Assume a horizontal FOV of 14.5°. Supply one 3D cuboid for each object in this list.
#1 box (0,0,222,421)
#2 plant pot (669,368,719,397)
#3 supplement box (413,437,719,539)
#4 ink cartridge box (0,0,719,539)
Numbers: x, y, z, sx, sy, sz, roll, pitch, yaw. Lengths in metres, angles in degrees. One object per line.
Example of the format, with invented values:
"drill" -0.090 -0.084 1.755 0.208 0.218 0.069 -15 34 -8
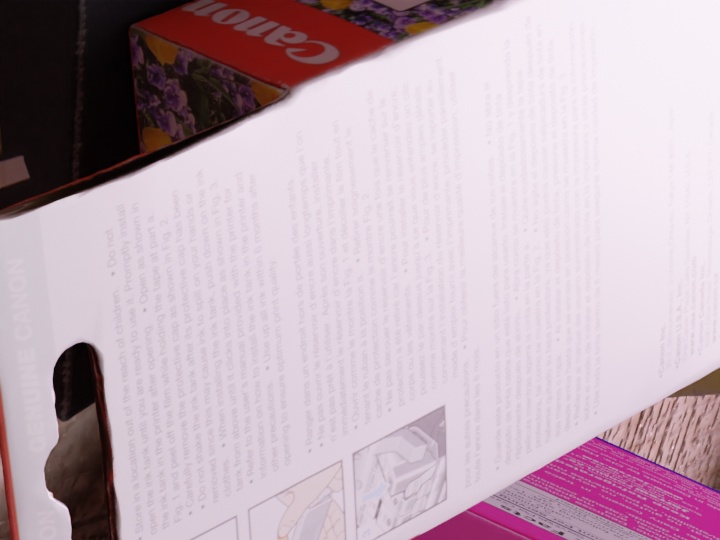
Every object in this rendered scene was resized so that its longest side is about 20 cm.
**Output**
"box" -0.054 -0.092 0.579 0.122 0.106 0.200 -32 138 -43
"plant pot" 0.116 -0.070 0.818 0.200 0.200 0.142 -33 114 -42
"supplement box" 0.058 0.115 0.866 0.101 0.103 0.200 -68 169 8
"ink cartridge box" -0.001 -0.004 0.555 0.200 0.050 0.109 -25 125 -35
